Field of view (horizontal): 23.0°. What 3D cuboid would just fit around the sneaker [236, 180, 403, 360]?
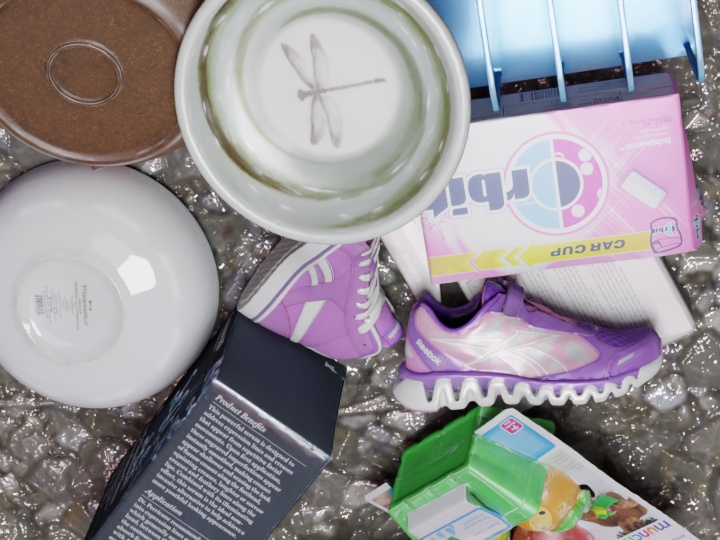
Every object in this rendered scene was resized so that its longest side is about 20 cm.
[{"bbox_3d":[0.000,0.000,1.301,0.114,0.073,0.200,33,143,-9],"label":"sneaker"}]

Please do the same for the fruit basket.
[{"bbox_3d":[0.129,0.196,1.359,0.200,0.094,0.185,39,136,-16],"label":"fruit basket"}]

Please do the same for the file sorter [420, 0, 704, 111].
[{"bbox_3d":[0.130,-0.189,1.212,0.198,0.123,0.140,-8,110,8],"label":"file sorter"}]

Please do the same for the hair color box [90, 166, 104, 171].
[{"bbox_3d":[-0.186,-0.185,1.273,0.101,0.061,0.201,-20,108,12],"label":"hair color box"}]

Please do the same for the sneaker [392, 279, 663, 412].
[{"bbox_3d":[0.120,0.050,1.287,0.198,0.081,0.089,-4,100,5],"label":"sneaker"}]

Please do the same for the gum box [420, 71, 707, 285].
[{"bbox_3d":[0.139,-0.066,1.242,0.198,0.066,0.114,-7,109,7],"label":"gum box"}]

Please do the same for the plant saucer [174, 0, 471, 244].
[{"bbox_3d":[-0.022,-0.118,1.175,0.199,0.050,0.201,5,115,10],"label":"plant saucer"}]

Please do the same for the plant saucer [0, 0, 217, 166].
[{"bbox_3d":[-0.186,-0.142,1.204,0.199,0.035,0.201,3,134,4],"label":"plant saucer"}]

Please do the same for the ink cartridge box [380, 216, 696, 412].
[{"bbox_3d":[0.129,-0.006,1.326,0.175,0.045,0.201,-27,107,14],"label":"ink cartridge box"}]

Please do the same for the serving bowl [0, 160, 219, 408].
[{"bbox_3d":[-0.212,0.019,1.346,0.198,0.066,0.202,3,109,9],"label":"serving bowl"}]

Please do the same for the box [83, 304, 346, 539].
[{"bbox_3d":[-0.112,0.151,1.352,0.107,0.149,0.200,35,110,-9],"label":"box"}]
